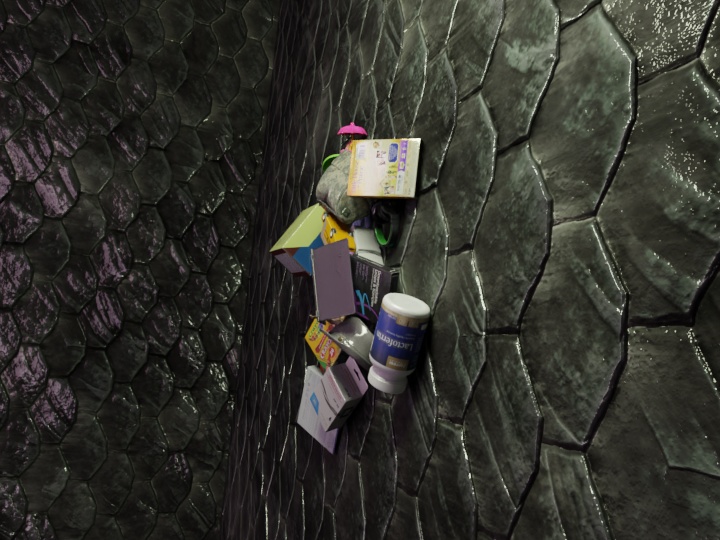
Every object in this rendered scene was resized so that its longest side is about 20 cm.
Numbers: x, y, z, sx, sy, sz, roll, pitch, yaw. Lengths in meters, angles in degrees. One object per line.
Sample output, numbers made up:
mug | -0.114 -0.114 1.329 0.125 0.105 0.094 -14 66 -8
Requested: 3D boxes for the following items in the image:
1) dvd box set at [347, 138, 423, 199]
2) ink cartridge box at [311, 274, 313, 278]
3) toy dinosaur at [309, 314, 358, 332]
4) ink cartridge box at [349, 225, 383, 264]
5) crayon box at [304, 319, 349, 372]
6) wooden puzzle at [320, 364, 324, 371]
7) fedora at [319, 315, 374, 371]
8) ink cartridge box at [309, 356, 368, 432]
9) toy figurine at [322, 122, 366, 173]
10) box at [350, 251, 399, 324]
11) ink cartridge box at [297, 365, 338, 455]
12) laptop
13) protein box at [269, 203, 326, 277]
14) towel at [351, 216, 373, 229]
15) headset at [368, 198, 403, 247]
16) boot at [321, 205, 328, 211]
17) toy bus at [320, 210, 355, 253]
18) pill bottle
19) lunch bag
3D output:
dvd box set | 0.062 -0.260 1.463 0.194 0.029 0.152 4 85 28
ink cartridge box | -0.080 0.048 1.796 0.200 0.056 0.167 -41 65 53
toy dinosaur | -0.056 0.122 1.662 0.137 0.196 0.087 -54 -33 -24
ink cartridge box | 0.000 0.000 1.617 0.148 0.083 0.204 120 152 -42
crayon box | -0.101 0.204 1.749 0.201 0.050 0.129 50 119 42
wooden puzzle | -0.098 0.283 1.835 0.186 0.036 0.205 123 148 -47
fedora | -0.010 0.181 1.509 0.091 0.176 0.199 -52 37 -5
ink cartridge box | -0.064 0.350 1.623 0.117 0.065 0.203 57 135 31
toy figurine | -0.032 -0.373 1.837 0.202 0.145 0.189 88 -167 -60
box | 0.013 0.045 1.463 0.197 0.035 0.148 21 113 42
ink cartridge box | -0.112 0.430 1.771 0.198 0.040 0.207 27 111 44
laptop | -0.068 0.036 1.518 0.200 0.112 0.195 63 -160 -79
protein box | -0.185 -0.099 1.961 0.200 0.135 0.199 -51 16 -16
towel | -0.007 -0.104 1.766 0.148 0.023 0.203 -99 28 -46
headset | 0.055 -0.165 1.525 0.123 0.091 0.208 173 95 -68
boot | -0.107 -0.248 2.056 0.200 0.066 0.196 150 118 -73
toy bus | -0.069 -0.097 1.636 0.201 0.063 0.080 -117 40 -56
pill bottle | 0.083 0.167 1.300 0.116 0.112 0.207 -135 55 -64
lunch bag | -0.036 -0.233 1.641 0.167 0.140 0.200 -43 33 -2
